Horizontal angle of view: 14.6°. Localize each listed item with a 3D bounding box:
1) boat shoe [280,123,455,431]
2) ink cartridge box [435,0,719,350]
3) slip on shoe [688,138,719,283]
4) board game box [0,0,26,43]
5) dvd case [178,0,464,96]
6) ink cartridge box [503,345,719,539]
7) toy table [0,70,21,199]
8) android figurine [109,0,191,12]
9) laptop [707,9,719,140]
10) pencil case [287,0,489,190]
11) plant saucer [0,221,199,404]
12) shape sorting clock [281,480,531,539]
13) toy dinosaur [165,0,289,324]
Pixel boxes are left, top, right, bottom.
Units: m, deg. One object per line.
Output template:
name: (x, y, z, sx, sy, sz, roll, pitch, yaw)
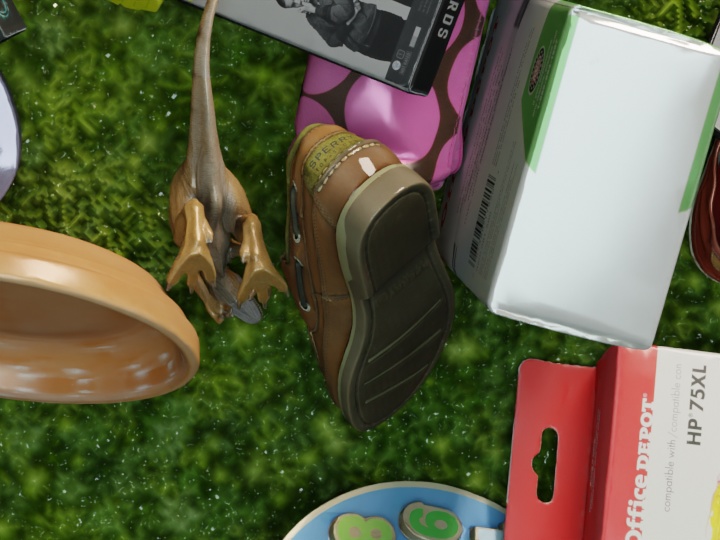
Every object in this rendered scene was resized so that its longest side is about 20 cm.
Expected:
boat shoe: (0.000, 0.000, 1.393, 0.072, 0.200, 0.068, -36, 61, -26)
ink cartridge box: (0.102, -0.055, 1.360, 0.084, 0.200, 0.147, 14, 97, -7)
slip on shoe: (0.213, -0.088, 1.429, 0.074, 0.061, 0.201, 13, 95, -2)
board game box: (-0.255, -0.167, 1.277, 0.135, 0.028, 0.200, -26, 95, 23)
dvd case: (-0.024, -0.186, 1.369, 0.200, 0.025, 0.151, 24, 97, 32)
ink cartridge box: (0.178, 0.104, 1.433, 0.199, 0.067, 0.117, 6, 77, -4)
toy table: (-0.262, -0.093, 1.380, 0.200, 0.117, 0.184, 23, 95, -4)
android figurine: (-0.159, -0.183, 1.340, 0.200, 0.182, 0.041, 29, 83, -4)
laptop: (0.288, -0.121, 1.372, 0.187, 0.116, 0.200, 33, 65, -22)
pencil case: (0.028, -0.138, 1.403, 0.093, 0.091, 0.201, 13, 99, -5)
plant saucer: (-0.175, 0.018, 1.367, 0.200, 0.200, 0.038, 8, 71, -4)
shape sorting clock: (0.037, 0.200, 1.419, 0.199, 0.039, 0.201, 11, 61, -20)
toy dinosaur: (-0.076, -0.038, 1.373, 0.060, 0.106, 0.200, -9, 132, -10)
